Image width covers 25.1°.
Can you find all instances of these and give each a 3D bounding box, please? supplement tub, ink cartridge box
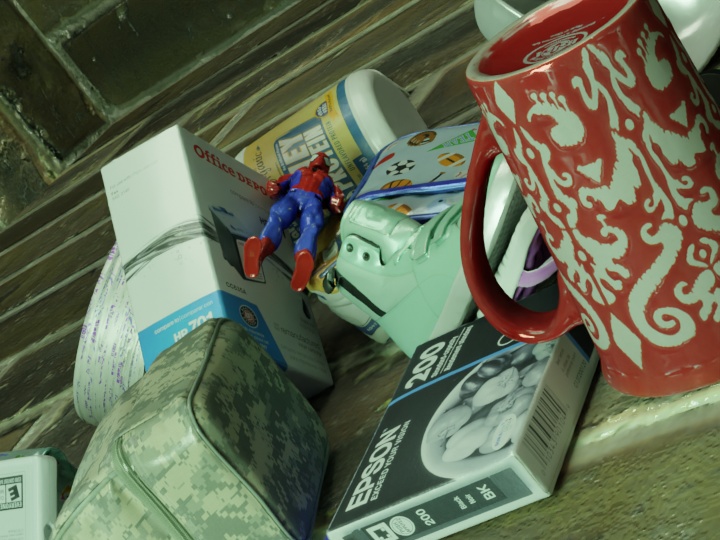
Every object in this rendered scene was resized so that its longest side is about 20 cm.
[{"bbox_3d":[-0.033,-0.083,1.545,0.200,0.145,0.145,-33,16,18],"label":"supplement tub"},{"bbox_3d":[0.052,0.100,1.011,0.200,0.043,0.198,-29,18,33],"label":"ink cartridge box"},{"bbox_3d":[-0.115,0.006,1.285,0.086,0.146,0.200,-27,61,22],"label":"ink cartridge box"}]

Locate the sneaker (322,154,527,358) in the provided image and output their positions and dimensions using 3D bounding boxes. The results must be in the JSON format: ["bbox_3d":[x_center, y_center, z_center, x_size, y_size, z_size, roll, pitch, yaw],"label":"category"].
[{"bbox_3d":[0.041,-0.026,1.101,0.074,0.118,0.201,-40,-18,-45],"label":"sneaker"}]

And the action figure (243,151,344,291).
[{"bbox_3d":[-0.047,-0.050,1.305,0.200,0.065,0.052,-73,-5,-65],"label":"action figure"}]

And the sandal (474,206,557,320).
[{"bbox_3d":[0.130,-0.015,1.064,0.082,0.050,0.203,-48,-12,-31],"label":"sandal"}]

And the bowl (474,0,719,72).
[{"bbox_3d":[0.198,-0.212,1.352,0.200,0.200,0.075,-53,-11,-45],"label":"bowl"}]

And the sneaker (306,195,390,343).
[{"bbox_3d":[0.000,0.000,1.335,0.075,0.088,0.200,-38,16,17],"label":"sneaker"}]

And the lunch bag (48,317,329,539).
[{"bbox_3d":[-0.125,0.144,1.097,0.168,0.139,0.200,-33,15,14],"label":"lunch bag"}]

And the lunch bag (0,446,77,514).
[{"bbox_3d":[-0.300,0.244,1.250,0.170,0.122,0.200,-10,42,46],"label":"lunch bag"}]

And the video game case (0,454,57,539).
[{"bbox_3d":[-0.290,0.231,1.137,0.200,0.182,0.023,-12,-16,32],"label":"video game case"}]

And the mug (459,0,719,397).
[{"bbox_3d":[0.132,-0.038,0.889,0.177,0.200,0.133,-29,20,4],"label":"mug"}]

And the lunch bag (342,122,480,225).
[{"bbox_3d":[0.094,-0.054,1.212,0.200,0.076,0.160,-7,26,23],"label":"lunch bag"}]

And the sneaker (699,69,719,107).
[{"bbox_3d":[0.211,-0.082,1.050,0.070,0.090,0.200,17,51,24],"label":"sneaker"}]

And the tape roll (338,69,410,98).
[{"bbox_3d":[-0.025,-0.121,1.717,0.203,0.037,0.203,-43,28,30],"label":"tape roll"}]

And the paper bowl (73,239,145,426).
[{"bbox_3d":[-0.169,0.052,1.432,0.201,0.104,0.201,16,-90,-82],"label":"paper bowl"}]

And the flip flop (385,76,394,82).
[{"bbox_3d":[0.023,-0.139,1.764,0.081,0.058,0.200,-46,27,24],"label":"flip flop"}]
